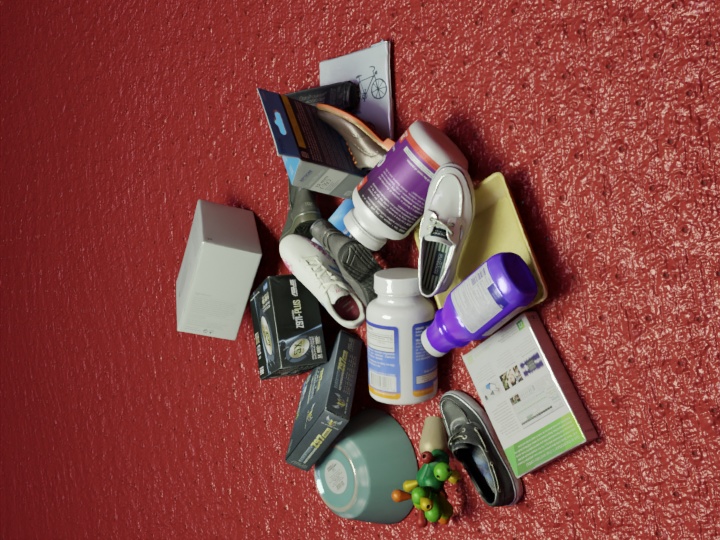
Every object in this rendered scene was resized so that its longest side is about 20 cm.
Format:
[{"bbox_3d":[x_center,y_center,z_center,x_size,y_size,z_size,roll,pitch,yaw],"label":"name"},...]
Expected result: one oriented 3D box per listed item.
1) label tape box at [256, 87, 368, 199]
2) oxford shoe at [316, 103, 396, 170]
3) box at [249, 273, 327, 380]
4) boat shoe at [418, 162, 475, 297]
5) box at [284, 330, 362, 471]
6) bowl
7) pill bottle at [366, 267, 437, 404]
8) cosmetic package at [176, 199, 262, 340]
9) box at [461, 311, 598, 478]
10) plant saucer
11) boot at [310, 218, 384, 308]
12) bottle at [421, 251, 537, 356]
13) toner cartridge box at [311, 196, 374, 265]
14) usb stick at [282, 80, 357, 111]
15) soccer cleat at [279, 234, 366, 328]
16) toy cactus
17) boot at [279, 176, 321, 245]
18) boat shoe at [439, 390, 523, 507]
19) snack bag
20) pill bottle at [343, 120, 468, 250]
[{"bbox_3d":[-0.091,-0.208,1.450,0.066,0.200,0.144,-42,56,34],"label":"label tape box"},{"bbox_3d":[-0.001,-0.207,1.436,0.200,0.071,0.073,36,102,15],"label":"oxford shoe"},{"bbox_3d":[-0.137,0.105,1.595,0.200,0.086,0.164,145,118,-69],"label":"box"},{"bbox_3d":[0.124,-0.054,1.274,0.073,0.067,0.201,8,109,17],"label":"boat shoe"},{"bbox_3d":[-0.062,0.224,1.517,0.158,0.051,0.200,-54,15,35],"label":"box"},{"bbox_3d":[-0.005,0.346,1.501,0.201,0.105,0.201,4,95,47],"label":"bowl"},{"bbox_3d":[0.066,0.101,1.384,0.112,0.112,0.201,12,108,48],"label":"pill bottle"},{"bbox_3d":[-0.284,-0.004,1.734,0.199,0.123,0.200,-112,36,-59],"label":"cosmetic package"},{"bbox_3d":[0.241,0.180,1.266,0.144,0.036,0.200,-42,60,41],"label":"box"},{"bbox_3d":[0.186,-0.015,1.306,0.200,0.048,0.200,-33,68,44],"label":"plant saucer"},{"bbox_3d":[0.000,0.000,1.458,0.132,0.070,0.200,41,164,53],"label":"boot"},{"bbox_3d":[0.163,0.056,1.250,0.200,0.065,0.084,-46,59,40],"label":"bottle"},{"bbox_3d":[-0.038,-0.038,1.562,0.200,0.043,0.095,-48,57,39],"label":"toner cartridge box"},{"bbox_3d":[-0.080,-0.302,1.569,0.200,0.033,0.056,1,87,48],"label":"usb stick"},{"bbox_3d":[-0.058,0.016,1.481,0.200,0.070,0.086,48,175,-5],"label":"soccer cleat"},{"bbox_3d":[0.105,0.313,1.373,0.200,0.102,0.165,83,-169,-59],"label":"toy cactus"},{"bbox_3d":[-0.116,-0.157,1.622,0.182,0.072,0.201,138,125,-59],"label":"boot"},{"bbox_3d":[0.168,0.271,1.328,0.070,0.066,0.200,-50,57,38],"label":"boat shoe"},{"bbox_3d":[-0.008,-0.288,1.531,0.188,0.021,0.201,-2,91,48],"label":"snack bag"},{"bbox_3d":[0.065,-0.127,1.355,0.200,0.112,0.113,-46,58,20],"label":"pill bottle"}]
